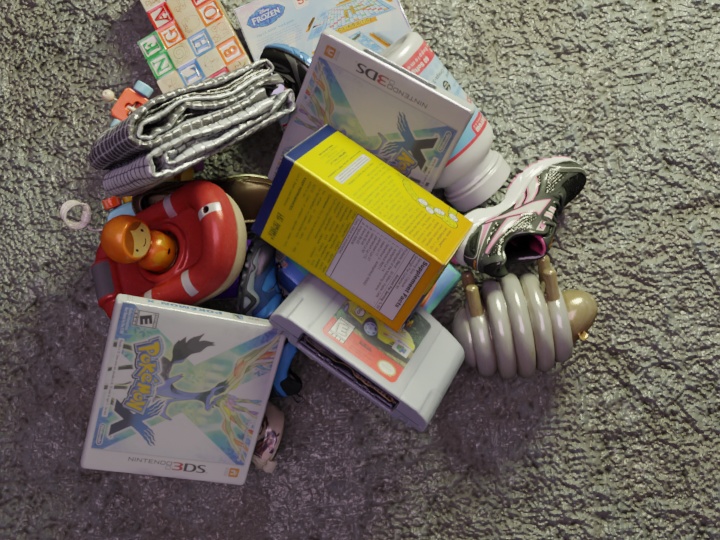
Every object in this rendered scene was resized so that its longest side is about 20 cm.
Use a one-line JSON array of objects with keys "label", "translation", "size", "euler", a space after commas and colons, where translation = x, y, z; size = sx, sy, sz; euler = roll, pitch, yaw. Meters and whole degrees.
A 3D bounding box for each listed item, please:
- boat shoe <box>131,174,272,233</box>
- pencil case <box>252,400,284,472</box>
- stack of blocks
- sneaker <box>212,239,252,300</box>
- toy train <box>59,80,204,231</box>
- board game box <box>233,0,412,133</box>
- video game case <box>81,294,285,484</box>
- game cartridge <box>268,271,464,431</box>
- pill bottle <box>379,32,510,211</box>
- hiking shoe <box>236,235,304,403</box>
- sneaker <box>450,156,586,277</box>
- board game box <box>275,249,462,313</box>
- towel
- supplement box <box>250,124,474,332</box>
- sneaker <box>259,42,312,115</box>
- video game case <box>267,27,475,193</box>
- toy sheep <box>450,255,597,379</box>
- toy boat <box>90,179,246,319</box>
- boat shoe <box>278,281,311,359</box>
[{"label": "boat shoe", "translation": [-0.175, -0.078, 0.980], "size": [0.202, 0.075, 0.075], "euler": [-5, 96, -13]}, {"label": "pencil case", "translation": [-0.183, 0.170, 0.955], "size": [0.200, 0.078, 0.090], "euler": [28, 45, -19]}, {"label": "stack of blocks", "translation": [-0.221, -0.299, 1.029], "size": [0.115, 0.059, 0.200], "euler": [-28, 85, 4]}, {"label": "sneaker", "translation": [-0.199, 0.008, 0.989], "size": [0.200, 0.100, 0.070], "euler": [-13, 88, 6]}, {"label": "toy train", "translation": [-0.286, -0.127, 1.016], "size": [0.150, 0.056, 0.200], "euler": [28, 88, -14]}, {"label": "board game box", "translation": [-0.032, -0.275, 1.015], "size": [0.200, 0.041, 0.200], "euler": [-22, 86, 4]}, {"label": "video game case", "translation": [-0.192, 0.135, 0.873], "size": [0.182, 0.022, 0.200], "euler": [11, 106, -19]}, {"label": "game cartridge", "translation": [0.014, 0.071, 0.878], "size": [0.200, 0.133, 0.041], "euler": [35, 131, 3]}, {"label": "pill bottle", "translation": [0.084, -0.169, 0.943], "size": [0.109, 0.109, 0.200], "euler": [-42, 107, 3]}, {"label": "hiking shoe", "translation": [-0.101, 0.055, 0.929], "size": [0.086, 0.074, 0.201], "euler": [3, 108, -8]}, {"label": "sneaker", "translation": [0.198, -0.052, 0.931], "size": [0.200, 0.080, 0.086], "euler": [-38, 48, -16]}, {"label": "board game box", "translation": [0.000, 0.000, 0.970], "size": [0.200, 0.045, 0.152], "euler": [41, 67, 7]}, {"label": "towel", "translation": [-0.190, -0.162, 0.889], "size": [0.200, 0.165, 0.086], "euler": [-35, 104, -30]}, {"label": "supplement box", "translation": [0.002, -0.048, 0.872], "size": [0.200, 0.110, 0.109], "euler": [35, 127, 5]}, {"label": "sneaker", "translation": [-0.057, -0.187, 0.959], "size": [0.083, 0.071, 0.200], "euler": [-37, 91, -2]}, {"label": "video game case", "translation": [0.005, -0.141, 0.903], "size": [0.182, 0.022, 0.200], "euler": [29, 127, 2]}, {"label": "toy sheep", "translation": [0.175, 0.062, 0.933], "size": [0.199, 0.138, 0.138], "euler": [-11, 86, 9]}, {"label": "toy boat", "translation": [-0.226, -0.024, 0.873], "size": [0.200, 0.131, 0.131], "euler": [-27, 67, 17]}, {"label": "boat shoe", "translation": [-0.043, 0.079, 0.990], "size": [0.200, 0.064, 0.071], "euler": [43, 57, 9]}]
